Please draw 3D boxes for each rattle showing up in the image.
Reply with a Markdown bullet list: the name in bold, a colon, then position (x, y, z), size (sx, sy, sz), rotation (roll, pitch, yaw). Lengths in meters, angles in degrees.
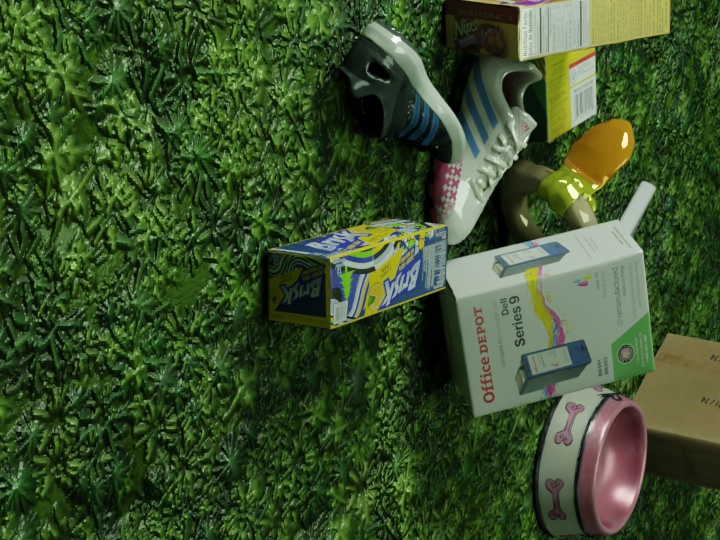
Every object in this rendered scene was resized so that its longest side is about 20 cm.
- **rattle**: position (0.230, -0.049, 1.698), size (0.143, 0.130, 0.201), rotation (-53, 140, -39)

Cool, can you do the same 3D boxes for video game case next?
- **video game case**: position (0.274, 0.019, 1.810), size (0.200, 0.022, 0.183), rotation (-55, 167, -36)

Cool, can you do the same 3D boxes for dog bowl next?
- **dog bowl**: position (0.288, 0.236, 1.913), size (0.200, 0.073, 0.201), rotation (-19, 113, -55)

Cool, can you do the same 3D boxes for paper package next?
- **paper package**: position (0.478, 0.193, 2.089), size (0.191, 0.199, 0.104), rotation (-53, 138, -37)

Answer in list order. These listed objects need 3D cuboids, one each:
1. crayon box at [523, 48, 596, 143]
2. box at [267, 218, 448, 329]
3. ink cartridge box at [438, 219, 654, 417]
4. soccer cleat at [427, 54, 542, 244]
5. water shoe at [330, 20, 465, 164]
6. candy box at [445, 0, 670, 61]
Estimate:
- **crayon box**: position (0.207, -0.252, 1.685), size (0.127, 0.051, 0.201), rotation (-31, 124, -51)
- **box**: position (0.000, 0.000, 1.393), size (0.200, 0.070, 0.065), rotation (-16, 110, -56)
- **ink cartridge box**: position (0.188, 0.049, 1.586), size (0.088, 0.199, 0.146), rotation (-111, -170, -63)
- **soccer cleat**: position (0.126, -0.122, 1.553), size (0.070, 0.086, 0.201), rotation (25, 77, -57)
- **water shoe**: position (0.030, -0.148, 1.431), size (0.079, 0.071, 0.200), rotation (-45, 142, -5)
- **candy box**: position (0.196, -0.253, 1.544), size (0.199, 0.117, 0.057), rotation (-13, 111, -32)
